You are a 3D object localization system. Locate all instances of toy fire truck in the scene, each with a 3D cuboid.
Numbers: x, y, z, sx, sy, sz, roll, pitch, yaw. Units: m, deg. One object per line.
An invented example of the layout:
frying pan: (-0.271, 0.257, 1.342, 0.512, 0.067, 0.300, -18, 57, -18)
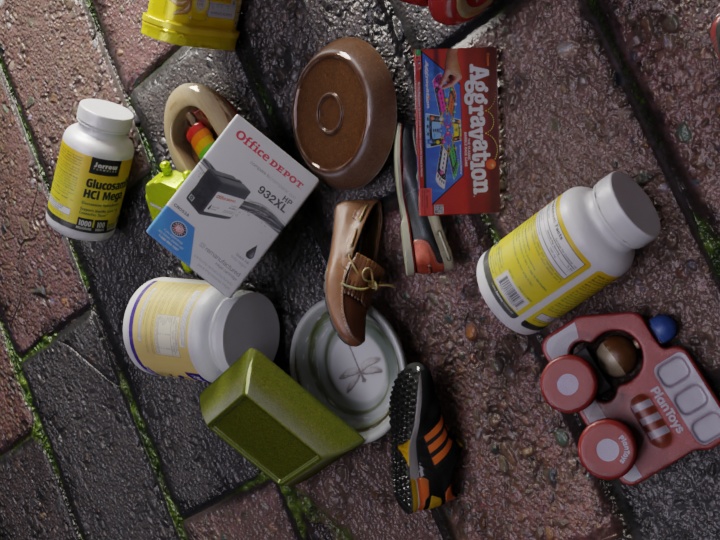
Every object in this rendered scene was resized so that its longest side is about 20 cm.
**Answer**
toy fire truck: (0.306, 0.136, 1.350, 0.167, 0.112, 0.201, -32, 77, 11)

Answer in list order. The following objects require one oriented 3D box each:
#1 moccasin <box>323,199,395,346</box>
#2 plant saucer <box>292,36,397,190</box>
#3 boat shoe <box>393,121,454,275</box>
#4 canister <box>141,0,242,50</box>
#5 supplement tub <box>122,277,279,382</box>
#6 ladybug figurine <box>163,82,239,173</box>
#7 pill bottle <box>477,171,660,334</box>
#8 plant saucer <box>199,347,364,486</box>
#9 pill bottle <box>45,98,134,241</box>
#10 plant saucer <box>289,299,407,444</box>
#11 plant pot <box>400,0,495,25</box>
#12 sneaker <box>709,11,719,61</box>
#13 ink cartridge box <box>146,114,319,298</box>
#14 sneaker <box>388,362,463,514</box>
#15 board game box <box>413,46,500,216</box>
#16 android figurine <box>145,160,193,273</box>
moccasin: (0.001, 0.001, 1.544, 0.077, 0.074, 0.203, -10, 56, 28)
plant saucer: (-0.031, -0.207, 1.568, 0.199, 0.034, 0.203, 7, 100, 48)
boat shoe: (0.077, -0.093, 1.507, 0.062, 0.071, 0.203, -7, 77, 1)
canister: (-0.217, -0.415, 1.634, 0.086, 0.148, 0.202, 24, 108, 32)
supplement tub: (-0.230, 0.087, 1.715, 0.198, 0.145, 0.147, 4, 99, 37)
ladybug figurine: (-0.208, -0.179, 1.705, 0.136, 0.072, 0.201, -40, 73, 35)
pill bottle: (0.237, -0.022, 1.353, 0.200, 0.112, 0.113, -38, 74, 34)
plant saucer: (-0.122, 0.217, 1.624, 0.200, 0.048, 0.200, 40, 142, -7)
pill bottle: (-0.416, -0.157, 1.842, 0.112, 0.112, 0.202, 31, 114, 30)
plant saucer: (-0.007, 0.132, 1.611, 0.198, 0.050, 0.203, 6, 100, 36)
plant pot: (0.089, -0.402, 1.376, 0.182, 0.200, 0.202, 35, 116, 19)
sneaker: (0.417, -0.188, 1.211, 0.071, 0.097, 0.202, -39, 72, 36)
ink cartridge box: (-0.171, -0.085, 1.596, 0.145, 0.084, 0.201, 38, 85, -5)
sneaker: (0.090, 0.211, 1.529, 0.070, 0.089, 0.203, -152, 60, -62)
board game box: (0.119, -0.170, 1.453, 0.102, 0.019, 0.203, -3, 96, -3)
android figurine: (-0.244, -0.069, 1.713, 0.181, 0.041, 0.201, 22, 141, 34)
